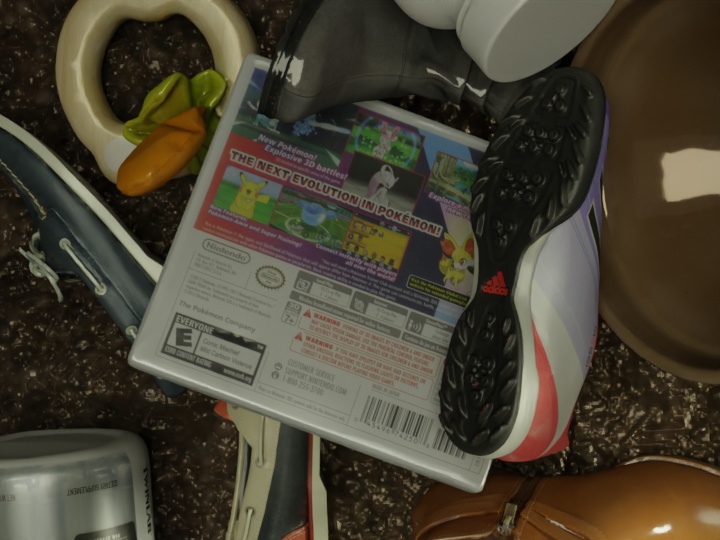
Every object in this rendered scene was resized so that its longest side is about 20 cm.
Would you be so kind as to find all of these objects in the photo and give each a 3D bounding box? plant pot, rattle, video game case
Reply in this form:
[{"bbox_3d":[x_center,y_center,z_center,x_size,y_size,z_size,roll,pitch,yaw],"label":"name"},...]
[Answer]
[{"bbox_3d":[0.193,-0.049,0.727,0.092,0.200,0.202,-7,93,-32],"label":"plant pot"},{"bbox_3d":[-0.140,-0.146,0.835,0.130,0.143,0.201,-5,99,28],"label":"rattle"},{"bbox_3d":[0.000,0.000,0.795,0.199,0.023,0.183,20,78,-1],"label":"video game case"}]

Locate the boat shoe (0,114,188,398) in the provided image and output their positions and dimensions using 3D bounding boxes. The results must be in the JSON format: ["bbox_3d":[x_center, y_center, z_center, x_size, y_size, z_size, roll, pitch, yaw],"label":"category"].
[{"bbox_3d":[-0.162,-0.009,0.878,0.200,0.075,0.062,45,87,-5],"label":"boat shoe"}]

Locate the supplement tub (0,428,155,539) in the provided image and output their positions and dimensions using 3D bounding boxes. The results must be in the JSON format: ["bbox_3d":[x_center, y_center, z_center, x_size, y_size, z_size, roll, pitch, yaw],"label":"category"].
[{"bbox_3d":[-0.178,0.199,0.866,0.122,0.123,0.201,-4,93,9],"label":"supplement tub"}]

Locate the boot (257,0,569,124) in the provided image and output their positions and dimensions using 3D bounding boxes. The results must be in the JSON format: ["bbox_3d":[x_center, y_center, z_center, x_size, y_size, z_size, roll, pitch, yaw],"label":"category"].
[{"bbox_3d":[0.039,-0.107,0.779,0.131,0.200,0.070,31,126,9],"label":"boot"}]

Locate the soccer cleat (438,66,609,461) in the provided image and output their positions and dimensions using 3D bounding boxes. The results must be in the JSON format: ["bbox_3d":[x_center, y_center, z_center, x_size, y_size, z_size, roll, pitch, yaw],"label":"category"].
[{"bbox_3d":[0.095,-0.002,0.754,0.068,0.073,0.201,11,88,45],"label":"soccer cleat"}]

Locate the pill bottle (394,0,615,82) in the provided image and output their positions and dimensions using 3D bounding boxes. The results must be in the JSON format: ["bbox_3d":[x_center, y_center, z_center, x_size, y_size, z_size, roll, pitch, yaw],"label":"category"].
[{"bbox_3d":[0.040,-0.196,0.741,0.112,0.112,0.200,-38,70,9],"label":"pill bottle"}]

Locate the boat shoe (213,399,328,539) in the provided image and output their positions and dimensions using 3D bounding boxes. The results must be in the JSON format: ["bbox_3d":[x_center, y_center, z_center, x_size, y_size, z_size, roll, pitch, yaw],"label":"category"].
[{"bbox_3d":[-0.054,0.086,0.861,0.062,0.071,0.201,-3,100,-6],"label":"boat shoe"}]

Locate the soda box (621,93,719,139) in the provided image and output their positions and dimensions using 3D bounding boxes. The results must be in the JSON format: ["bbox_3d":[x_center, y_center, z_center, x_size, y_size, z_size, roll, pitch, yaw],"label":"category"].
[{"bbox_3d":[0.235,-0.121,0.811,0.199,0.064,0.069,-9,93,8],"label":"soda box"}]

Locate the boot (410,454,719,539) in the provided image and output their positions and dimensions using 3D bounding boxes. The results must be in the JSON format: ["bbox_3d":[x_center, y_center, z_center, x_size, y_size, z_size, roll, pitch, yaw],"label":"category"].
[{"bbox_3d":[0.125,0.150,0.798,0.199,0.155,0.074,-1,94,9],"label":"boot"}]
